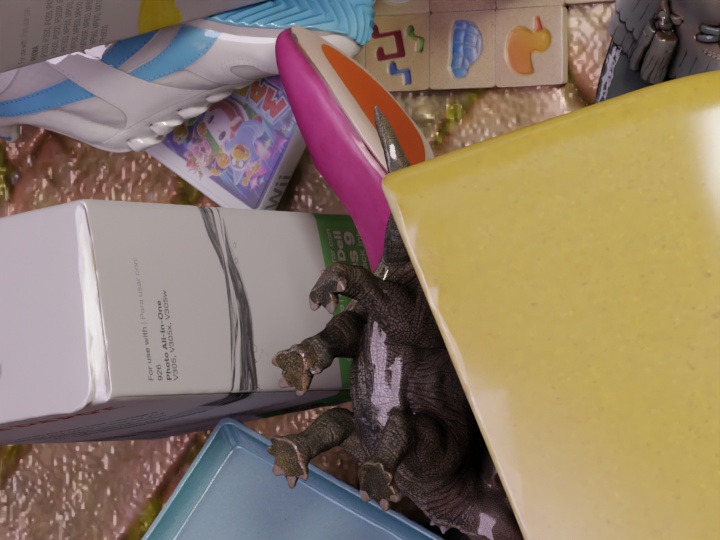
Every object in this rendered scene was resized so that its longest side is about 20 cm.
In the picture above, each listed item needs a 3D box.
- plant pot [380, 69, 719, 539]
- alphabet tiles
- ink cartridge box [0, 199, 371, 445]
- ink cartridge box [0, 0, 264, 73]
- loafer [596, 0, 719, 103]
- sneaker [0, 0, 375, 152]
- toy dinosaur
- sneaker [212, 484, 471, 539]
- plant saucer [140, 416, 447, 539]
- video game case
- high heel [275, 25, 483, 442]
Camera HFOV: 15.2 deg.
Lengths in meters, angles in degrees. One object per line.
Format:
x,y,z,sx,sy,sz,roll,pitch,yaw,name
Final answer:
0.153,0.026,0.973,0.200,0.196,0.194,-25,76,12,plant pot
0.032,-0.161,1.163,0.200,0.006,0.167,0,89,34,alphabet tiles
-0.101,0.025,1.134,0.146,0.200,0.084,-12,82,33,ink cartridge box
-0.091,-0.178,1.097,0.083,0.200,0.145,113,137,-66,ink cartridge box
0.144,-0.128,1.042,0.072,0.063,0.200,45,113,28,loafer
-0.084,-0.099,1.178,0.200,0.077,0.081,1,126,24,sneaker
0.018,0.034,1.057,0.077,0.102,0.200,-7,99,42,toy dinosaur
-0.019,0.126,1.143,0.200,0.066,0.091,-19,112,34,sneaker
0.006,0.132,1.087,0.200,0.019,0.070,27,77,27,plant saucer
-0.053,-0.141,1.206,0.143,0.018,0.200,36,110,29,video game case
0.000,0.000,1.117,0.096,0.067,0.200,-32,92,21,high heel
